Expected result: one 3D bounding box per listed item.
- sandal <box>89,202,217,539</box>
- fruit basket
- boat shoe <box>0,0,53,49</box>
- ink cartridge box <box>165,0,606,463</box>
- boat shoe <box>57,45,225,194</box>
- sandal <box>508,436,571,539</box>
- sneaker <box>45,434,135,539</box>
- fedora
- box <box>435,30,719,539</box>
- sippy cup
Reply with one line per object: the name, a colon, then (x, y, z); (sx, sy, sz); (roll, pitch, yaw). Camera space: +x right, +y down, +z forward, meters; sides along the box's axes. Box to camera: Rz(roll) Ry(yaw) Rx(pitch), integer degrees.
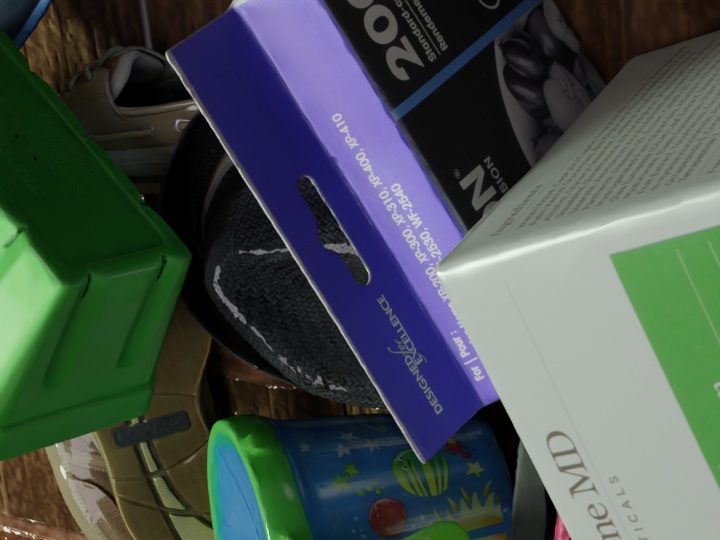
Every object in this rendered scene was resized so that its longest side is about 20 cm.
sandal: (-0.106, 0.054, 1.241); (0.080, 0.054, 0.201); (-11, 120, -1)
fruit basket: (-0.194, 0.010, 1.140); (0.215, 0.155, 0.217); (7, 102, 33)
boat shoe: (-0.156, -0.179, 1.160); (0.068, 0.084, 0.200); (28, 118, -9)
ink cartridge box: (0.036, -0.053, 1.024); (0.043, 0.200, 0.199); (-24, 102, 42)
boat shoe: (-0.112, -0.075, 1.196); (0.199, 0.075, 0.069); (4, 118, 19)
sandal: (0.098, 0.118, 1.114); (0.045, 0.201, 0.075); (-2, 155, 28)
sneaker: (-0.123, 0.080, 1.293); (0.075, 0.070, 0.201); (-20, 107, 32)
fedora: (0.000, 0.000, 1.110); (0.199, 0.092, 0.202); (3, 117, 6)
box: (0.175, 0.018, 0.976); (0.171, 0.200, 0.200); (-15, 109, 40)
sippy cup: (0.005, 0.126, 1.182); (0.178, 0.130, 0.140); (-117, 21, -47)
